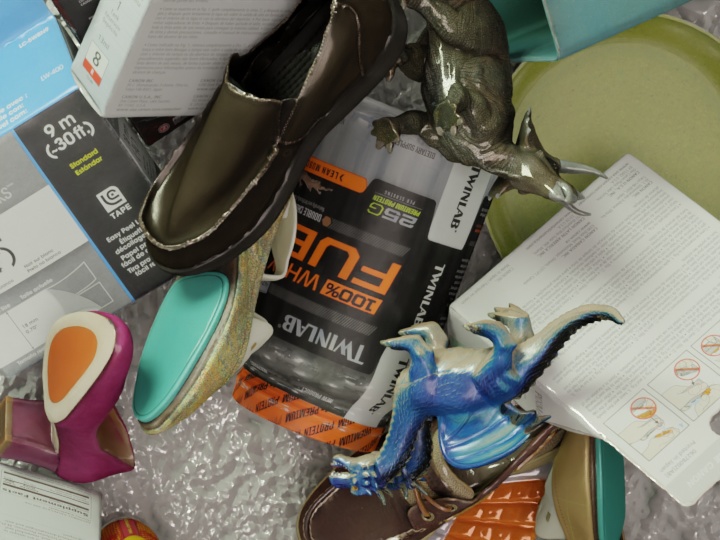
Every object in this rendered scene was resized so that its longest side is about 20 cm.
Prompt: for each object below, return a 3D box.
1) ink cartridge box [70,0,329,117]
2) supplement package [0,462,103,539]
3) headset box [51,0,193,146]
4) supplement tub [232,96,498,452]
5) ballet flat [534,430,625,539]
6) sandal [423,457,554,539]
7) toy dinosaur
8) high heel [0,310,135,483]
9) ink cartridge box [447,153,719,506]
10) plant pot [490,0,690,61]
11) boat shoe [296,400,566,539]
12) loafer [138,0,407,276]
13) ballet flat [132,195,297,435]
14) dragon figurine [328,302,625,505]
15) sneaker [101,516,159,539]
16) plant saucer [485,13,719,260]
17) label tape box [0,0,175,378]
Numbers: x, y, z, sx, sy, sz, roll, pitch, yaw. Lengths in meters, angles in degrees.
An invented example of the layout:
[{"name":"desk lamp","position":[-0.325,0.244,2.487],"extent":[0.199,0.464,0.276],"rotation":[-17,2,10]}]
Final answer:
[{"name":"ink cartridge box","position":[-0.056,-0.175,1.260],"extent":[0.161,0.050,0.201],"rotation":[-5,133,-40]},{"name":"supplement package","position":[-0.272,0.194,1.363],"extent":[0.198,0.111,0.157],"rotation":[18,106,-11]},{"name":"headset box","position":[-0.109,-0.185,1.307],"extent":[0.148,0.200,0.075],"rotation":[-33,58,-4]},{"name":"supplement tub","position":[0.000,0.000,1.389],"extent":[0.122,0.123,0.202],"rotation":[19,94,-12]},{"name":"ballet flat","position":[0.137,0.172,1.404],"extent":[0.063,0.069,0.201],"rotation":[-4,115,22]},{"name":"sandal","position":[0.093,0.129,1.454],"extent":[0.079,0.059,0.208],"rotation":[29,84,10]},{"name":"toy dinosaur","position":[0.056,-0.115,1.311],"extent":[0.077,0.102,0.201],"rotation":[-30,73,36]},{"name":"high heel","position":[-0.147,0.075,1.348],"extent":[0.095,0.200,0.068],"rotation":[10,68,-24]},{"name":"ink cartridge box","position":[0.174,0.041,1.355],"extent":[0.161,0.050,0.200],"rotation":[-39,61,-18]},{"name":"plant pot","position":[0.153,-0.224,1.373],"extent":[0.199,0.141,0.142],"rotation":[-21,102,-19]},{"name":"boat shoe","position":[0.048,0.119,1.392],"extent":[0.199,0.072,0.073],"rotation":[-25,78,1]},{"name":"loafer","position":[-0.062,-0.087,1.264],"extent":[0.200,0.073,0.071],"rotation":[-52,142,5]},{"name":"ballet flat","position":[-0.075,0.007,1.321],"extent":[0.070,0.071,0.202],"rotation":[18,72,-12]},{"name":"dragon figurine","position":[0.071,0.076,1.304],"extent":[0.198,0.059,0.100],"rotation":[-13,96,21]},{"name":"sneaker","position":[-0.146,0.258,1.426],"extent":[0.072,0.077,0.202],"rotation":[-8,101,-10]},{"name":"plant saucer","position":[0.169,-0.065,1.456],"extent":[0.198,0.031,0.202],"rotation":[-1,98,-10]},{"name":"label tape box","position":[-0.206,-0.056,1.342],"extent":[0.144,0.063,0.201],"rotation":[-31,115,7]}]
